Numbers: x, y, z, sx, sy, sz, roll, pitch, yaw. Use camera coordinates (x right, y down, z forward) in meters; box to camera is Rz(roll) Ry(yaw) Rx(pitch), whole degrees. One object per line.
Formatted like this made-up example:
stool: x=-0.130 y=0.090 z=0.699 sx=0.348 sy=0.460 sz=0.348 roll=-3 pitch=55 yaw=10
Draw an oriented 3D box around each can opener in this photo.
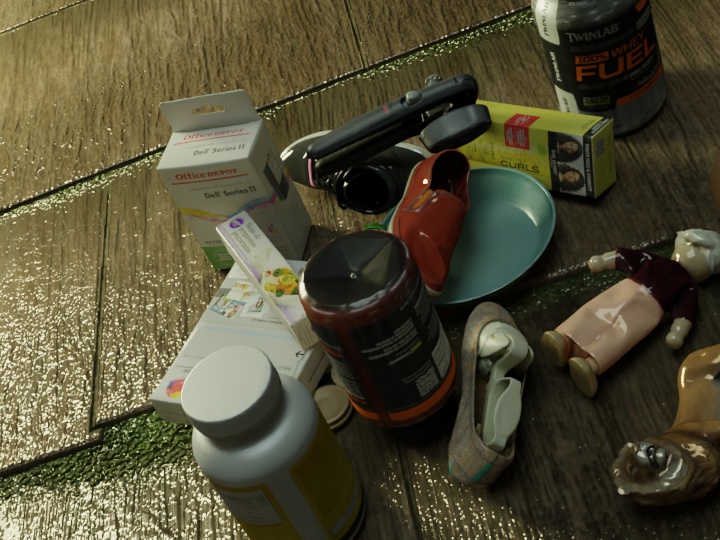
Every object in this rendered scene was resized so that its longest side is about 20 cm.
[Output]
can opener: x=0.037 y=-0.155 z=1.307 sx=0.199 sy=0.064 sz=0.079 roll=-18 pitch=42 yaw=3

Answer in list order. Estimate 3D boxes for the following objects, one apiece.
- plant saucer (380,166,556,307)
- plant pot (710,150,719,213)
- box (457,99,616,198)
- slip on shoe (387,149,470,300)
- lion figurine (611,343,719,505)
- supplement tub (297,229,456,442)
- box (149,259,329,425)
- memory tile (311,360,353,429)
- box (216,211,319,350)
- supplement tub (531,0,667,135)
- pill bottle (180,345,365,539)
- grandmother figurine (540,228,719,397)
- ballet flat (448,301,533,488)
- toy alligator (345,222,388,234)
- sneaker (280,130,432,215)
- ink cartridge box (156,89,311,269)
plant saucer: x=0.110 y=-0.028 z=1.284 sx=0.199 sy=0.036 sz=0.201 roll=-14 pitch=42 yaw=13
plant pot: x=0.398 y=-0.056 z=1.079 sx=0.186 sy=0.188 sz=0.200 roll=-29 pitch=26 yaw=-4
box: x=0.176 y=-0.135 z=1.327 sx=0.199 sy=0.076 sz=0.050 roll=16 pitch=38 yaw=37
slip on shoe: x=0.074 y=-0.052 z=1.237 sx=0.061 sy=0.074 sz=0.201 roll=-40 pitch=23 yaw=39
lion figurine: x=0.288 y=0.118 z=1.025 sx=0.122 sy=0.073 sz=0.200 roll=-11 pitch=27 yaw=35
supplement tub: x=0.023 y=0.067 z=1.101 sx=0.106 sy=0.201 sz=0.107 roll=-13 pitch=41 yaw=12
box: x=-0.101 y=0.073 z=1.255 sx=0.155 sy=0.041 sz=0.200 roll=4 pitch=48 yaw=30
memory tile: x=-0.053 y=0.104 z=1.242 sx=0.153 sy=0.017 sz=0.200 roll=19 pitch=57 yaw=40
box: x=-0.089 y=0.007 z=1.258 sx=0.039 sy=0.042 sz=0.200 roll=-31 pitch=40 yaw=-10
supplement tub: x=0.255 y=-0.255 z=1.322 sx=0.122 sy=0.200 sz=0.123 roll=-15 pitch=42 yaw=13
pill bottle: x=-0.076 y=0.158 z=1.054 sx=0.111 sy=0.201 sz=0.112 roll=-14 pitch=42 yaw=13
grandmother figurine: x=0.261 y=0.025 z=1.140 sx=0.200 sy=0.061 sz=0.121 roll=-34 pitch=69 yaw=-14
ballet flat: x=0.126 y=0.101 z=1.109 sx=0.067 sy=0.068 sz=0.201 roll=-49 pitch=24 yaw=49
toy alligator: x=0.000 y=0.000 z=1.201 sx=0.059 sy=0.054 sz=0.200 roll=27 pitch=30 yaw=-1
sneaker: x=-0.024 y=-0.110 z=1.390 sx=0.199 sy=0.071 sz=0.099 roll=7 pitch=24 yaw=28
ink cartridge box: x=-0.144 y=-0.096 z=1.357 sx=0.116 sy=0.200 sz=0.068 roll=-6 pitch=44 yaw=22
